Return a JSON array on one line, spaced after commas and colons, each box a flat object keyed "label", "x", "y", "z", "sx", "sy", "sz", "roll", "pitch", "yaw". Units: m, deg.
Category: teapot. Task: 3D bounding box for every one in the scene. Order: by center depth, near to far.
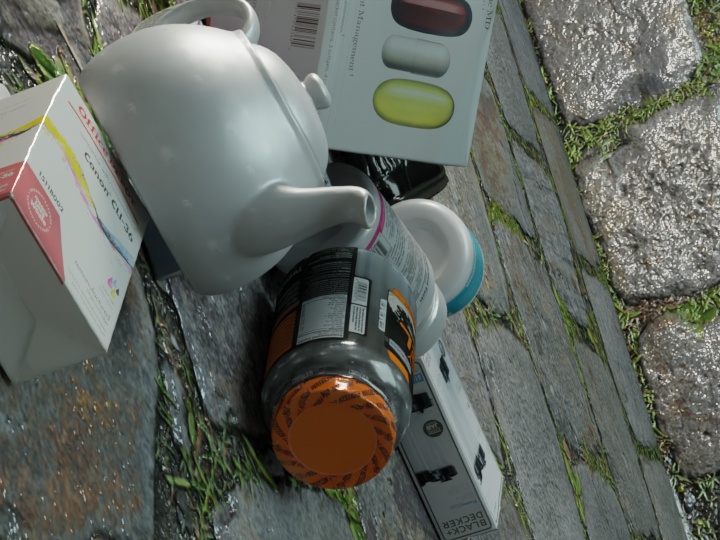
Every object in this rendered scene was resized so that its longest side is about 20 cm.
[{"label": "teapot", "x": -0.089, "y": -0.092, "z": 1.253, "sx": 0.201, "sy": 0.146, "sz": 0.197, "roll": 60, "pitch": -5, "yaw": -4}]

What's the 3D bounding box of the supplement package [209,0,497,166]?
[{"label": "supplement package", "x": -0.008, "y": -0.198, "z": 1.572, "sx": 0.199, "sy": 0.147, "sz": 0.192, "roll": 3, "pitch": 99, "yaw": -45}]

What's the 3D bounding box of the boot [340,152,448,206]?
[{"label": "boot", "x": 0.027, "y": -0.144, "z": 2.029, "sx": 0.211, "sy": 0.079, "sz": 0.159, "roll": -45, "pitch": 115, "yaw": -73}]

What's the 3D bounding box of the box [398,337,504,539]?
[{"label": "box", "x": 0.077, "y": 0.159, "z": 1.860, "sx": 0.117, "sy": 0.060, "sz": 0.201, "roll": -73, "pitch": 140, "yaw": -67}]

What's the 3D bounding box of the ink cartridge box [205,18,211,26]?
[{"label": "ink cartridge box", "x": -0.064, "y": -0.231, "z": 1.727, "sx": 0.200, "sy": 0.083, "sz": 0.146, "roll": 43, "pitch": 22, "yaw": -44}]

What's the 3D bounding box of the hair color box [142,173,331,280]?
[{"label": "hair color box", "x": -0.090, "y": -0.043, "z": 1.441, "sx": 0.200, "sy": 0.099, "sz": 0.061, "roll": -15, "pitch": 84, "yaw": -75}]

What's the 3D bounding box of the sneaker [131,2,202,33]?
[{"label": "sneaker", "x": -0.139, "y": -0.131, "z": 1.441, "sx": 0.201, "sy": 0.072, "sz": 0.115, "roll": -72, "pitch": 143, "yaw": -67}]

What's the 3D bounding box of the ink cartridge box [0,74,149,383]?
[{"label": "ink cartridge box", "x": -0.191, "y": -0.039, "z": 1.135, "sx": 0.200, "sy": 0.067, "sz": 0.117, "roll": -85, "pitch": 152, "yaw": -59}]

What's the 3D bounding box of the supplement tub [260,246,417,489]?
[{"label": "supplement tub", "x": -0.016, "y": 0.079, "z": 1.506, "sx": 0.200, "sy": 0.122, "sz": 0.123, "roll": -84, "pitch": 151, "yaw": -58}]

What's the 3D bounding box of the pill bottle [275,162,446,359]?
[{"label": "pill bottle", "x": 0.000, "y": 0.000, "z": 1.682, "sx": 0.200, "sy": 0.113, "sz": 0.114, "roll": 52, "pitch": 23, "yaw": -51}]

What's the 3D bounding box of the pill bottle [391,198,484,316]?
[{"label": "pill bottle", "x": 0.070, "y": -0.008, "z": 1.926, "sx": 0.200, "sy": 0.110, "sz": 0.111, "roll": 32, "pitch": 40, "yaw": -79}]
